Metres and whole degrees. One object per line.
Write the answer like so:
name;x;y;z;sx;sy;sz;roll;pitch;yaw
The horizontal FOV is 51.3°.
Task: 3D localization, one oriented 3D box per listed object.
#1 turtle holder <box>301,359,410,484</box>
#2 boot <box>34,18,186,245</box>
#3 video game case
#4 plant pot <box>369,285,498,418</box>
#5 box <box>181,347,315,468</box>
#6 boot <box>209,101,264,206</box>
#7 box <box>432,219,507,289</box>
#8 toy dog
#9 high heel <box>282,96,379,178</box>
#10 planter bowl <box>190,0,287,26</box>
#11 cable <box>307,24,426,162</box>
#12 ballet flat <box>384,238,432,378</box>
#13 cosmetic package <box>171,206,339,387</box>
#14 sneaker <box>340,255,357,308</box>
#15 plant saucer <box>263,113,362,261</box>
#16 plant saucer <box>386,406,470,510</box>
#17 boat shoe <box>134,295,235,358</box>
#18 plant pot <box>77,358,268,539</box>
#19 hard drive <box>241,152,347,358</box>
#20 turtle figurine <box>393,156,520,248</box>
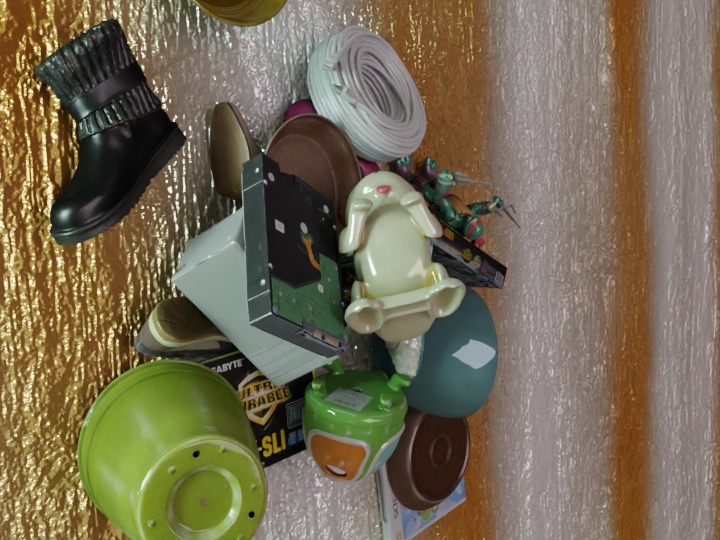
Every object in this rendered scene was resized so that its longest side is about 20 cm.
turtle holder;-0.012;0.196;1.001;0.138;0.186;0.134;6;104;-10
boot;-0.288;-0.147;0.787;0.159;0.078;0.213;61;41;-36
video game case;0.102;0.335;1.243;0.198;0.022;0.186;-16;103;-44
plant pot;0.092;0.121;1.121;0.133;0.199;0.204;3;89;-29
box;-0.142;0.174;0.972;0.198;0.049;0.163;-12;102;-45
boot;-0.117;-0.120;0.984;0.145;0.069;0.204;-19;106;-50
box;0.120;-0.025;1.170;0.199;0.136;0.041;29;71;-42
toy dog;0.043;-0.029;0.913;0.194;0.137;0.203;58;18;-64
high heel;-0.038;-0.149;1.053;0.201;0.067;0.096;55;44;-13
planter bowl;-0.176;-0.388;0.894;0.198;0.083;0.205;-3;94;-45
cable;0.012;-0.247;1.061;0.200;0.069;0.202;44;39;-27
ballet flat;0.052;0.042;1.014;0.071;0.071;0.204;6;90;-45
cosmetic package;-0.115;0.033;0.890;0.201;0.106;0.091;53;27;-25
sneaker;0.000;0.000;1.059;0.197;0.085;0.079;-16;111;-24
plant saucer;-0.070;-0.097;0.960;0.199;0.036;0.205;-5;96;-53
plant saucer;0.120;0.292;1.223;0.198;0.034;0.204;-1;92;-44
boat shoe;-0.193;0.067;0.907;0.199;0.064;0.074;8;56;-61
plant pot;-0.184;0.211;0.788;0.197;0.192;0.205;-2;95;-26
hard drive;-0.074;-0.015;0.843;0.139;0.037;0.203;30;44;-49
turtle figurine;0.143;-0.108;1.151;0.101;0.200;0.149;-54;144;9
